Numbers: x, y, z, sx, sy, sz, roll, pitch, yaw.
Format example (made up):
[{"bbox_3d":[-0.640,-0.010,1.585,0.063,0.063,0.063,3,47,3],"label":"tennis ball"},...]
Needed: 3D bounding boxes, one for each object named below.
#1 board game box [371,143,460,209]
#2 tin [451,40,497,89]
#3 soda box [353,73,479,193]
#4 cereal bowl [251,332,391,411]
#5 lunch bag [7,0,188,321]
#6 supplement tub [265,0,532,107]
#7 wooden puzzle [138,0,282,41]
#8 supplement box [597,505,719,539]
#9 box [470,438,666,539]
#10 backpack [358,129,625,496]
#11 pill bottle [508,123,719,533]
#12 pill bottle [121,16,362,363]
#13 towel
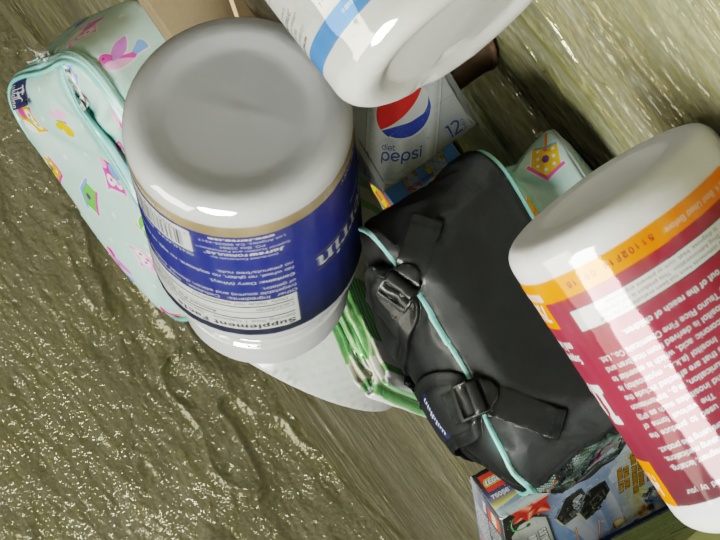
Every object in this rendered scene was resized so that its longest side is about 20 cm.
[{"bbox_3d":[0.053,-0.018,1.749,0.200,0.056,0.196,54,172,3],"label":"board game box"},{"bbox_3d":[0.006,-0.184,1.438,0.201,0.042,0.112,57,175,-13],"label":"tin"},{"bbox_3d":[-0.014,-0.114,1.471,0.064,0.068,0.200,59,171,-29],"label":"soda box"},{"bbox_3d":[-0.042,0.007,1.772,0.199,0.084,0.200,29,-166,-8],"label":"cereal bowl"},{"bbox_3d":[-0.126,-0.065,1.587,0.200,0.077,0.160,55,160,-13],"label":"lunch bag"},{"bbox_3d":[-0.011,-0.188,1.198,0.200,0.132,0.132,54,171,11],"label":"supplement tub"},{"bbox_3d":[-0.085,-0.159,1.425,0.185,0.037,0.200,56,165,18],"label":"wooden puzzle"},{"bbox_3d":[0.157,0.227,1.420,0.135,0.200,0.200,54,142,1],"label":"supplement box"},{"bbox_3d":[0.141,0.162,1.594,0.040,0.136,0.201,53,163,37],"label":"box"},{"bbox_3d":[0.088,0.028,1.409,0.176,0.153,0.200,55,170,10],"label":"backpack"},{"bbox_3d":[0.164,0.044,1.192,0.201,0.113,0.113,56,171,-8],"label":"pill bottle"},{"bbox_3d":[-0.057,-0.034,1.360,0.116,0.115,0.200,51,166,22],"label":"pill bottle"},{"bbox_3d":[0.000,0.000,1.554,0.152,0.023,0.201,24,-145,-61],"label":"towel"}]
